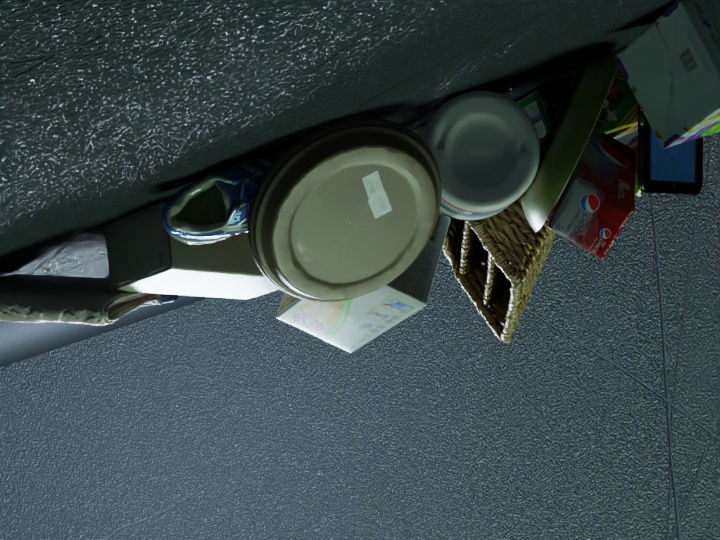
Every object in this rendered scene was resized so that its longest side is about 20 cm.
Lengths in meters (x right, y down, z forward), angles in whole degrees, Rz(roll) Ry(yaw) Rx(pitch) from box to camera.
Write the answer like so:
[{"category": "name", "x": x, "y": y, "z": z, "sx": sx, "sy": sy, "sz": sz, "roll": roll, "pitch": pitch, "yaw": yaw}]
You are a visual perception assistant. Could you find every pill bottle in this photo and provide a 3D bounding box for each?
[{"category": "pill bottle", "x": 0.118, "y": -0.114, "z": 1.559, "sx": 0.119, "sy": 0.121, "sz": 0.200, "roll": -18, "pitch": 179, "yaw": -1}]

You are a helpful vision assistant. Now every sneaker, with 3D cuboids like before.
[{"category": "sneaker", "x": -0.097, "y": -0.069, "z": 1.420, "sx": 0.198, "sy": 0.076, "sz": 0.077, "roll": -21, "pitch": -179, "yaw": 6}]

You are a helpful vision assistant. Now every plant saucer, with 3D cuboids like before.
[{"category": "plant saucer", "x": 0.209, "y": -0.137, "z": 1.529, "sx": 0.031, "sy": 0.201, "sz": 0.200, "roll": 25, "pitch": 178, "yaw": 1}, {"category": "plant saucer", "x": -0.010, "y": -0.050, "z": 1.420, "sx": 0.198, "sy": 0.201, "sz": 0.030, "roll": -18, "pitch": -142, "yaw": -14}]

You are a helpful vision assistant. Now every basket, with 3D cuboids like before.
[{"category": "basket", "x": 0.146, "y": -0.032, "z": 1.750, "sx": 0.142, "sy": 0.150, "sz": 0.200, "roll": 23, "pitch": 161, "yaw": 10}]

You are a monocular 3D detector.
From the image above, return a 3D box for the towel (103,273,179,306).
[{"category": "towel", "x": -0.248, "y": 0.002, "z": 1.789, "sx": 0.146, "sy": 0.024, "sz": 0.200, "roll": -9, "pitch": -163, "yaw": 18}]

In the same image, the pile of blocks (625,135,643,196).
[{"category": "pile of blocks", "x": 0.286, "y": -0.104, "z": 1.802, "sx": 0.198, "sy": 0.083, "sz": 0.062, "roll": -18, "pitch": -178, "yaw": -14}]

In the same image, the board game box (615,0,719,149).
[{"category": "board game box", "x": 0.360, "y": -0.201, "z": 1.420, "sx": 0.199, "sy": 0.106, "sz": 0.103, "roll": -17, "pitch": 166, "yaw": -34}]

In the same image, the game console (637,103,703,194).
[{"category": "game console", "x": 0.376, "y": -0.176, "z": 1.609, "sx": 0.172, "sy": 0.119, "sz": 0.199, "roll": -34, "pitch": 165, "yaw": 27}]

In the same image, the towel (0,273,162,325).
[{"category": "towel", "x": -0.330, "y": 0.031, "z": 1.611, "sx": 0.198, "sy": 0.033, "sz": 0.191, "roll": 2, "pitch": -174, "yaw": 13}]

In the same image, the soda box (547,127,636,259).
[{"category": "soda box", "x": 0.242, "y": -0.086, "z": 1.548, "sx": 0.064, "sy": 0.070, "sz": 0.200, "roll": -60, "pitch": -179, "yaw": 24}]

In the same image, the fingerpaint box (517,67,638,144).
[{"category": "fingerpaint box", "x": 0.247, "y": -0.175, "z": 1.752, "sx": 0.166, "sy": 0.074, "sz": 0.200, "roll": -18, "pitch": 178, "yaw": -20}]

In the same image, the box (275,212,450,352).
[{"category": "box", "x": 0.000, "y": 0.000, "z": 1.644, "sx": 0.101, "sy": 0.113, "sz": 0.200, "roll": 25, "pitch": 154, "yaw": -16}]

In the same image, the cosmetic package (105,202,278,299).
[{"category": "cosmetic package", "x": -0.163, "y": -0.018, "z": 1.598, "sx": 0.105, "sy": 0.072, "sz": 0.199, "roll": -17, "pitch": 165, "yaw": 38}]
